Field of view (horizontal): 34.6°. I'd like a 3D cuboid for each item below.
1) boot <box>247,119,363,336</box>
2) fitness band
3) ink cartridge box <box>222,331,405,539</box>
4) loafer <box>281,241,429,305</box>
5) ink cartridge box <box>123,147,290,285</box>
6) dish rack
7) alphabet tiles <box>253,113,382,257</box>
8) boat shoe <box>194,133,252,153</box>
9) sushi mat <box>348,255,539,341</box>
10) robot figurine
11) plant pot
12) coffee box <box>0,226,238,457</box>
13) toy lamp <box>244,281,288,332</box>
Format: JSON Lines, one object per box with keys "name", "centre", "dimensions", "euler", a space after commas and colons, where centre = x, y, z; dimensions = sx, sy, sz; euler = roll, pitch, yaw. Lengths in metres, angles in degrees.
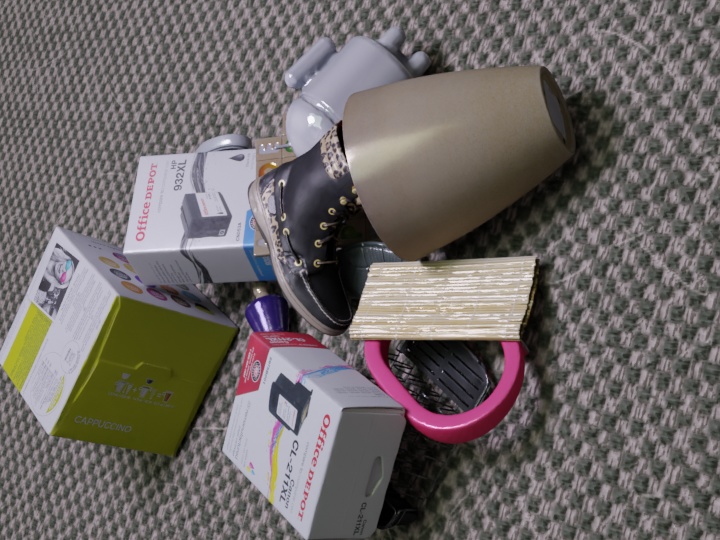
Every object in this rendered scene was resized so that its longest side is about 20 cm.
{"name": "boot", "centre": [-0.030, -0.047, 1.251], "dimensions": [0.150, 0.073, 0.202], "euler": [-36, 70, 33]}
{"name": "fitness band", "centre": [0.086, 0.088, 1.179], "dimensions": [0.143, 0.038, 0.200], "euler": [-38, 44, -4]}
{"name": "ink cartridge box", "centre": [-0.053, 0.168, 1.206], "dimensions": [0.199, 0.082, 0.148], "euler": [31, 110, 53]}
{"name": "loafer", "centre": [0.000, 0.000, 1.319], "dimensions": [0.198, 0.063, 0.073], "euler": [-7, 101, 34]}
{"name": "ink cartridge box", "centre": [-0.178, -0.066, 1.423], "dimensions": [0.197, 0.084, 0.147], "euler": [-3, 60, 11]}
{"name": "dish rack", "centre": [0.047, 0.154, 1.225], "dimensions": [0.153, 0.054, 0.202], "euler": [40, 105, 43]}
{"name": "alphabet tiles", "centre": [-0.044, -0.111, 1.368], "dimensions": [0.164, 0.008, 0.203], "euler": [-7, 59, 8]}
{"name": "boat shoe", "centre": [-0.211, -0.121, 1.573], "dimensions": [0.199, 0.068, 0.057], "euler": [-29, 61, 42]}
{"name": "sushi mat", "centre": [0.085, 0.029, 1.193], "dimensions": [0.197, 0.012, 0.097], "euler": [-2, 54, 30]}
{"name": "robot figurine", "centre": [-0.007, -0.186, 1.328], "dimensions": [0.200, 0.170, 0.113], "euler": [-47, 2, -8]}
{"name": "plant pot", "centre": [0.112, -0.128, 1.185], "dimensions": [0.198, 0.187, 0.190], "euler": [-18, 63, 25]}
{"name": "coffee box", "centre": [-0.317, 0.096, 1.504], "dimensions": [0.197, 0.198, 0.202], "euler": [37, 102, 44]}
{"name": "toy lamp", "centre": [-0.131, 0.004, 1.451], "dimensions": [0.058, 0.058, 0.202], "euler": [-41, 52, 28]}
